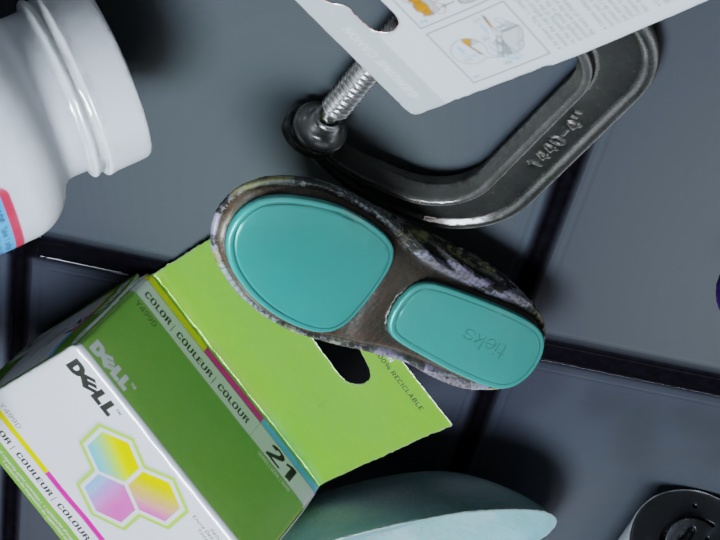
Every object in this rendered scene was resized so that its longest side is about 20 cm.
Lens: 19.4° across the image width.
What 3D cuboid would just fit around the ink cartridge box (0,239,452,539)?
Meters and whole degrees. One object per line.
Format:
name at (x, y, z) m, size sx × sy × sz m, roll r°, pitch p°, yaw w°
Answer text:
ink cartridge box at (-0.079, 0.073, 1.041) m, size 0.200 × 0.076 × 0.148 m, roll -29°, pitch 102°, yaw 41°

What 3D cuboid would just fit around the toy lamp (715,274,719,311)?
toy lamp at (0.210, -0.038, 0.889) m, size 0.058 × 0.058 × 0.200 m, roll 15°, pitch 142°, yaw -7°

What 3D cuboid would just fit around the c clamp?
c clamp at (0.032, -0.089, 0.895) m, size 0.171 × 0.027 × 0.200 m, roll 16°, pitch 142°, yaw -17°

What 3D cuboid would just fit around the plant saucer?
plant saucer at (0.006, 0.145, 1.149) m, size 0.201 × 0.039 × 0.201 m, roll -13°, pitch 161°, yaw -5°

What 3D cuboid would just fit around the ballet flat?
ballet flat at (0.000, 0.000, 0.968) m, size 0.072 × 0.072 × 0.200 m, roll -26°, pitch 141°, yaw 38°

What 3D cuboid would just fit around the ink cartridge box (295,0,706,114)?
ink cartridge box at (0.057, -0.150, 0.785) m, size 0.200 × 0.047 × 0.160 m, roll -20°, pitch 134°, yaw 33°

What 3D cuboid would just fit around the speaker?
speaker at (0.159, 0.205, 1.200) m, size 0.081 × 0.081 × 0.200 m, roll 14°, pitch 142°, yaw -6°

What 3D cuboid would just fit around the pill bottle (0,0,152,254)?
pill bottle at (-0.193, -0.046, 0.869) m, size 0.200 × 0.109 × 0.109 m, roll -24°, pitch 143°, yaw -12°
